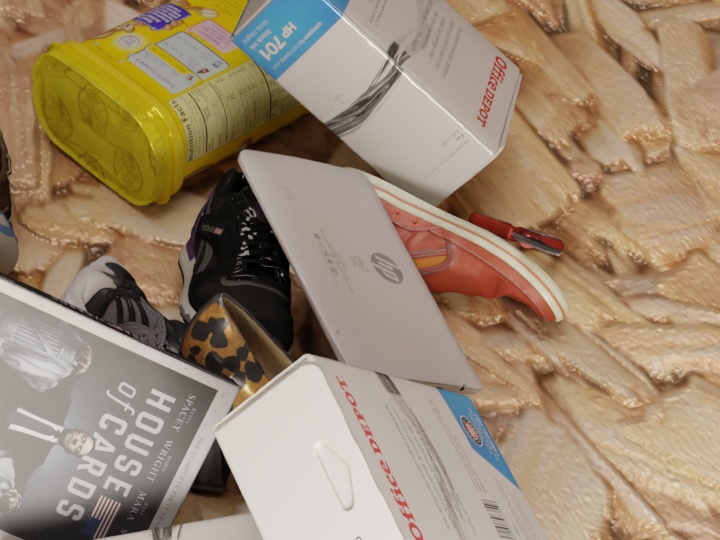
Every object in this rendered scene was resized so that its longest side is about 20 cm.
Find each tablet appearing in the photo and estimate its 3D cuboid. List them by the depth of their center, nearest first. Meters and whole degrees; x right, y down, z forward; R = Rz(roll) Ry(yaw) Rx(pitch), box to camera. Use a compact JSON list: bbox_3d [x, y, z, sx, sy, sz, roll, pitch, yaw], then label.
[{"bbox_3d":[0.000,0.000,1.678,0.130,0.014,0.201,9,43,-45],"label":"tablet"}]

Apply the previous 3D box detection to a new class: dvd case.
[{"bbox_3d":[-0.193,0.097,1.516,0.199,0.151,0.025,26,3,-22],"label":"dvd case"}]

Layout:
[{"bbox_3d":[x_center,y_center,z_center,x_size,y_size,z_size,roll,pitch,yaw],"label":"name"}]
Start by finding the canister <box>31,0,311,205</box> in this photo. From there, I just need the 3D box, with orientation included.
[{"bbox_3d":[-0.128,-0.145,1.898,0.200,0.087,0.148,-30,52,-34],"label":"canister"}]

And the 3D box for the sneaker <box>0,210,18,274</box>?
[{"bbox_3d":[-0.300,-0.032,1.698,0.072,0.200,0.073,-22,59,16],"label":"sneaker"}]

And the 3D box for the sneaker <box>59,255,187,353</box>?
[{"bbox_3d":[-0.153,0.055,1.621,0.114,0.076,0.200,40,10,-3],"label":"sneaker"}]

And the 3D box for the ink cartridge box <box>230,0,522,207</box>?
[{"bbox_3d":[0.015,-0.160,1.836,0.200,0.086,0.147,43,29,-14],"label":"ink cartridge box"}]

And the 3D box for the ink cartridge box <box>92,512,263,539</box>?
[{"bbox_3d":[-0.101,0.229,1.472,0.199,0.085,0.146,-10,43,-15],"label":"ink cartridge box"}]

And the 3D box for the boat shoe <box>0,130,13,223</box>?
[{"bbox_3d":[-0.297,-0.104,1.842,0.074,0.075,0.203,-9,43,-24],"label":"boat shoe"}]

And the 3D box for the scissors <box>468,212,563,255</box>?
[{"bbox_3d":[0.109,-0.023,1.747,0.073,0.014,0.200,20,5,3],"label":"scissors"}]

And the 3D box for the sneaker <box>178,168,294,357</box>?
[{"bbox_3d":[-0.082,-0.012,1.698,0.075,0.088,0.200,14,19,-19],"label":"sneaker"}]

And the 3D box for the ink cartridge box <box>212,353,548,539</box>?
[{"bbox_3d":[0.020,0.142,1.473,0.200,0.084,0.146,19,39,-58],"label":"ink cartridge box"}]

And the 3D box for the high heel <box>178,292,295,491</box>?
[{"bbox_3d":[-0.018,0.080,1.601,0.199,0.143,0.072,0,31,-3],"label":"high heel"}]

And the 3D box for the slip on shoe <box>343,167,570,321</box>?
[{"bbox_3d":[0.059,-0.007,1.778,0.199,0.074,0.061,26,80,15],"label":"slip on shoe"}]
